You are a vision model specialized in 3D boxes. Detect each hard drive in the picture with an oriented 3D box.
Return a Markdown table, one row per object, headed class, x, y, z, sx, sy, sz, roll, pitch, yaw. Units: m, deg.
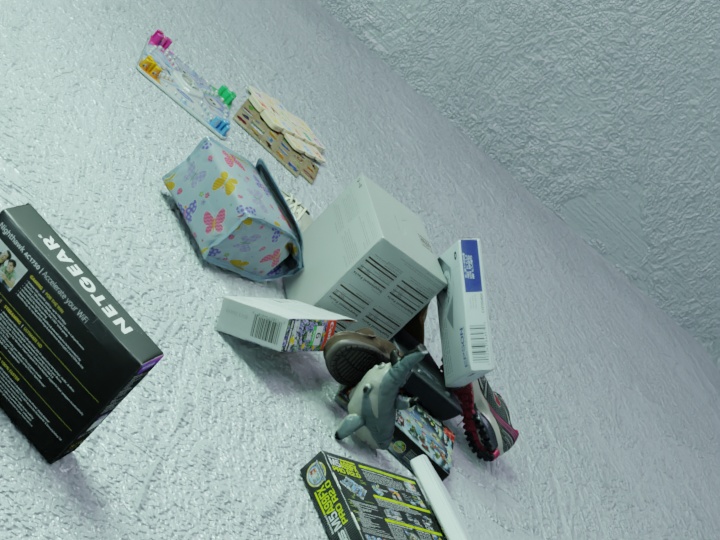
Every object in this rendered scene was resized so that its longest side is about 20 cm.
| class | x | y | z | sx | sy | sz | roll | pitch | yaw |
| --- | --- | --- | --- | --- | --- | --- | --- | --- | --- |
| hard drive | 0.131 | 0.356 | 1.587 | 0.201 | 0.027 | 0.132 | 62 | 0 | 41 |
| hard drive | 0.082 | 0.151 | 1.869 | 0.135 | 0.042 | 0.200 | 41 | 10 | -27 |

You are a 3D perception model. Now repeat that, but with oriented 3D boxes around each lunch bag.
| class | x | y | z | sx | sy | sz | roll | pitch | yaw |
| --- | --- | --- | --- | --- | --- | --- | --- | --- | --- |
| lunch bag | -0.173 | -0.086 | 1.778 | 0.200 | 0.127 | 0.170 | 30 | 25 | -56 |

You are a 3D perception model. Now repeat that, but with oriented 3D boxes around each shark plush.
| class | x | y | z | sx | sy | sz | roll | pitch | yaw |
| --- | --- | --- | --- | --- | --- | --- | --- | --- | --- |
| shark plush | 0.042 | 0.162 | 1.612 | 0.083 | 0.201 | 0.091 | 27 | 27 | -5 |

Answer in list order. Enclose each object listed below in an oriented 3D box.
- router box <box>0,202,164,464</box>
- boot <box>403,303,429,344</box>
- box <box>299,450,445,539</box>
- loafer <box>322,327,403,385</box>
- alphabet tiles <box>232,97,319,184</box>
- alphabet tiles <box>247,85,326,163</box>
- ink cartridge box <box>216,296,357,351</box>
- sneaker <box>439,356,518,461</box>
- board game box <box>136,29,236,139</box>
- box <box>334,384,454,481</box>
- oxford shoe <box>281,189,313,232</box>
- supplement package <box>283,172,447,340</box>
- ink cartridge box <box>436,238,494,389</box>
| class | x | y | z | sx | sy | sz | roll | pitch | yaw |
| --- | --- | --- | --- | --- | --- | --- | --- | --- | --- |
| router box | -0.306 | 0.060 | 1.135 | 0.200 | 0.149 | 0.051 | 47 | 19 | 4 |
| boot | 0.078 | 0.028 | 2.013 | 0.071 | 0.202 | 0.155 | 2 | 27 | -6 |
| box | 0.029 | 0.318 | 1.488 | 0.199 | 0.044 | 0.161 | 26 | 26 | -46 |
| loafer | -0.001 | 0.119 | 1.686 | 0.071 | 0.073 | 0.200 | 54 | 12 | 28 |
| alphabet tiles | -0.161 | -0.252 | 2.335 | 0.200 | 0.008 | 0.167 | 43 | 18 | -11 |
| alphabet tiles | -0.149 | -0.301 | 2.436 | 0.196 | 0.015 | 0.200 | 54 | 17 | 27 |
| ink cartridge box | -0.097 | 0.075 | 1.642 | 0.108 | 0.051 | 0.200 | 17 | 4 | 27 |
| sneaker | 0.191 | 0.205 | 1.929 | 0.074 | 0.080 | 0.202 | -25 | 99 | -32 |
| board game box | -0.311 | -0.343 | 2.170 | 0.200 | 0.026 | 0.200 | 39 | 20 | -19 |
| box | 0.054 | 0.217 | 1.761 | 0.200 | 0.040 | 0.137 | 43 | 17 | -7 |
| oxford shoe | -0.121 | -0.095 | 1.978 | 0.200 | 0.058 | 0.075 | 38 | 33 | -8 |
| supplement package | 0.000 | 0.000 | 1.847 | 0.147 | 0.200 | 0.192 | 35 | 22 | -29 |
| ink cartridge box | 0.147 | 0.072 | 1.809 | 0.200 | 0.040 | 0.202 | 126 | -40 | -72 |
